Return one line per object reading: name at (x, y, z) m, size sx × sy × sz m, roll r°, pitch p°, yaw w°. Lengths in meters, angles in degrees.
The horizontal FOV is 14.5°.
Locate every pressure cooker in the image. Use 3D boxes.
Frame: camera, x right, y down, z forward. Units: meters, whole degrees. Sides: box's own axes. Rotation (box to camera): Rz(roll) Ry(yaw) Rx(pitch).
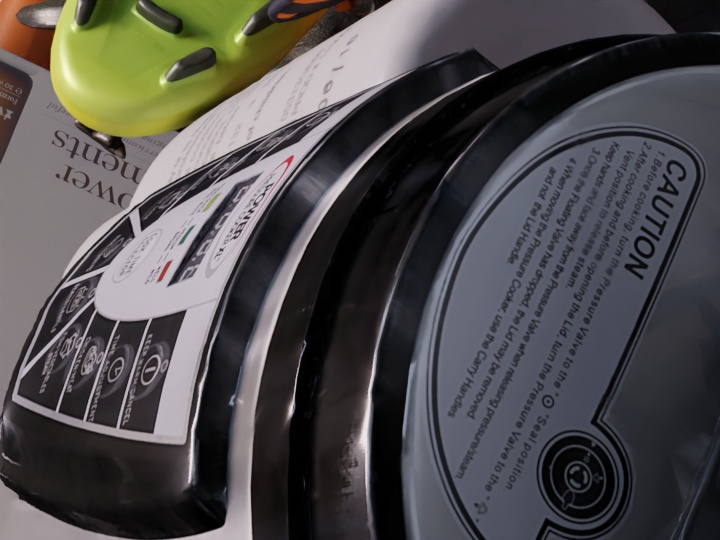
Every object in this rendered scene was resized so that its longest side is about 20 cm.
pressure cooker at (0.040, 0.050, 0.500) m, size 0.200 × 0.178 × 0.177 m, roll -22°, pitch 78°, yaw 56°

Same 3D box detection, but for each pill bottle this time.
pill bottle at (0.000, 0.000, 0.749) m, size 0.200 × 0.114 × 0.115 m, roll -25°, pitch 37°, yaw 55°

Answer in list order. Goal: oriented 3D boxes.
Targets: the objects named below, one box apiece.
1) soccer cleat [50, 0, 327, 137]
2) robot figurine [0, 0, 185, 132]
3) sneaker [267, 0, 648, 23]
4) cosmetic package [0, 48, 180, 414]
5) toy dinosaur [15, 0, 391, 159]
soccer cleat at (-0.032, -0.093, 0.840) m, size 0.200 × 0.064 × 0.084 m, roll -58°, pitch -7°, yaw -43°
robot figurine at (-0.136, -0.043, 1.128) m, size 0.116 × 0.144 × 0.201 m, roll 0°, pitch 56°, yaw 41°
sneaker at (0.017, -0.097, 0.766) m, size 0.200 × 0.111 × 0.078 m, roll 84°, pitch 165°, yaw -66°
cosmetic package at (-0.141, -0.006, 0.953) m, size 0.052 × 0.199 × 0.151 m, roll -53°, pitch 16°, yaw 51°
toy dinosaur at (-0.032, -0.070, 0.949) m, size 0.199 × 0.077 × 0.103 m, roll 14°, pitch 63°, yaw 46°
